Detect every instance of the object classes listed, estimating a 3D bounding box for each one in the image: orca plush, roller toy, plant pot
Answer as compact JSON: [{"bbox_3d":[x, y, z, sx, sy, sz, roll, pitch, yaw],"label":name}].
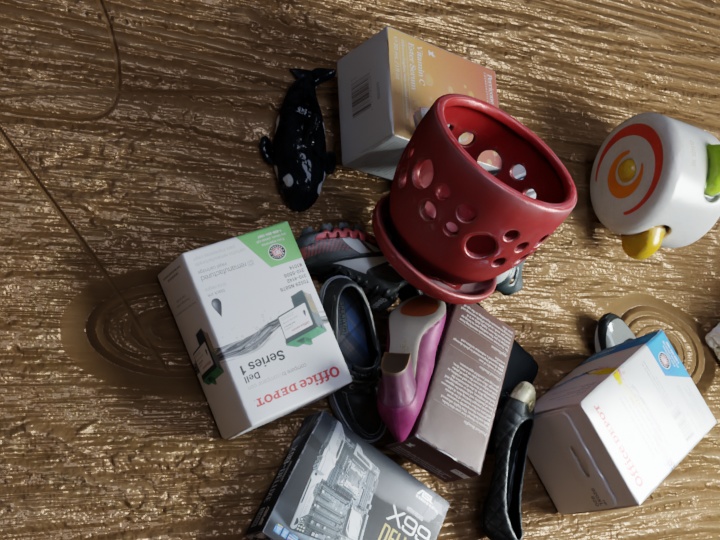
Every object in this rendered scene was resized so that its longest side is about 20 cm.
[{"bbox_3d":[-0.057,-0.177,1.235,0.105,0.071,0.201,29,60,-21],"label":"orca plush"},{"bbox_3d":[0.436,-0.132,1.465,0.139,0.201,0.183,13,31,-28],"label":"roller toy"},{"bbox_3d":[0.123,-0.079,1.161,0.199,0.183,0.201,25,35,-19],"label":"plant pot"}]

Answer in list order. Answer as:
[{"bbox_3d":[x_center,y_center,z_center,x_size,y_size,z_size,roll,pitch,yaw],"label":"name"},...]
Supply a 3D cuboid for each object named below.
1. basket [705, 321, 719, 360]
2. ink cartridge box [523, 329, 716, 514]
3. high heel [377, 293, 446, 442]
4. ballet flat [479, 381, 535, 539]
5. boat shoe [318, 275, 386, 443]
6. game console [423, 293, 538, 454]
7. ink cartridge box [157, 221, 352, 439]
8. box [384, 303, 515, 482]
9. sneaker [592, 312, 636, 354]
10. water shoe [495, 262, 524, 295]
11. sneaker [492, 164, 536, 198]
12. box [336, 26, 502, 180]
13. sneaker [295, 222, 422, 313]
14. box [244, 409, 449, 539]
[{"bbox_3d":[0.688,0.105,1.531,0.199,0.198,0.162,-34,96,-36],"label":"basket"},{"bbox_3d":[0.331,0.201,1.298,0.199,0.144,0.148,-30,89,-36],"label":"ink cartridge box"},{"bbox_3d":[0.059,0.107,1.157,0.200,0.067,0.097,-53,143,-55],"label":"high heel"},{"bbox_3d":[0.195,0.239,1.226,0.066,0.056,0.202,21,78,-48],"label":"ballet flat"},{"bbox_3d":[-0.002,0.105,1.146,0.069,0.066,0.202,-9,93,-17],"label":"boat shoe"},{"bbox_3d":[0.134,0.119,1.274,0.200,0.031,0.177,45,56,-12],"label":"game console"},{"bbox_3d":[-0.116,0.066,1.102,0.145,0.084,0.201,-20,84,-35],"label":"ink cartridge box"},{"bbox_3d":[0.111,0.141,1.191,0.100,0.075,0.201,33,55,-19],"label":"box"},{"bbox_3d":[0.403,0.147,1.405,0.074,0.079,0.201,-29,88,-34],"label":"sneaker"},{"bbox_3d":[0.202,-0.061,1.372,0.079,0.071,0.201,41,55,-42],"label":"water shoe"},{"bbox_3d":[0.174,-0.082,1.294,0.199,0.073,0.071,-26,75,6],"label":"sneaker"},{"bbox_3d":[0.079,-0.202,1.292,0.199,0.106,0.154,11,67,-38],"label":"box"},{"bbox_3d":[0.000,0.000,1.207,0.199,0.071,0.099,7,67,-32],"label":"sneaker"},{"bbox_3d":[-0.010,0.280,1.113,0.200,0.050,0.158,39,57,-15],"label":"box"}]
